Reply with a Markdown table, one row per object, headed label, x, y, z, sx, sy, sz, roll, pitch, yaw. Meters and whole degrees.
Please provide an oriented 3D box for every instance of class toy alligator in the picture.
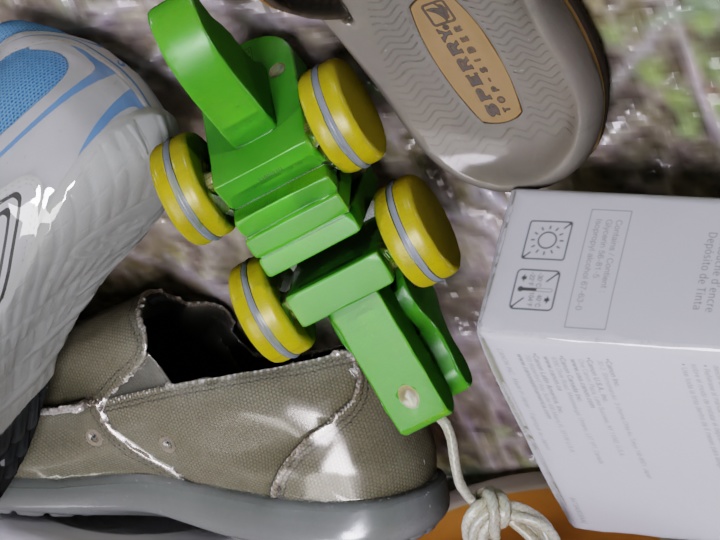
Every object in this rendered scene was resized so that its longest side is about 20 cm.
| label | x | y | z | sx | sy | sz | roll | pitch | yaw |
| --- | --- | --- | --- | --- | --- | --- | --- | --- | --- |
| toy alligator | 0.000 | 0.000 | 0.761 | 0.059 | 0.054 | 0.200 | -26 | 113 | 16 |

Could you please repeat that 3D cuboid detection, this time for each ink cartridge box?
| label | x | y | z | sx | sy | sz | roll | pitch | yaw |
| --- | --- | --- | --- | --- | --- | --- | --- | --- | --- |
| ink cartridge box | 0.141 | 0.031 | 0.722 | 0.199 | 0.051 | 0.109 | 3 | 148 | 22 |

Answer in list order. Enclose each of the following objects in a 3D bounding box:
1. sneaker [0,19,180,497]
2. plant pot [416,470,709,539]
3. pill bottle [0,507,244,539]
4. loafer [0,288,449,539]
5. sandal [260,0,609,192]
| label | x | y | z | sx | sy | sz | roll | pitch | yaw |
| --- | --- | --- | --- | --- | --- | --- | --- | --- | --- |
| sneaker | -0.125 | 0.019 | 0.788 | 0.072 | 0.072 | 0.200 | 42 | 105 | 28 |
| plant pot | 0.063 | 0.170 | 0.824 | 0.199 | 0.200 | 0.184 | -3 | 116 | 28 |
| pill bottle | -0.070 | 0.170 | 0.871 | 0.109 | 0.110 | 0.201 | 5 | 103 | 20 |
| loafer | -0.065 | 0.037 | 0.837 | 0.199 | 0.075 | 0.070 | 6 | 103 | 22 |
| sandal | -0.006 | -0.085 | 0.684 | 0.081 | 0.055 | 0.200 | -11 | 128 | 34 |
